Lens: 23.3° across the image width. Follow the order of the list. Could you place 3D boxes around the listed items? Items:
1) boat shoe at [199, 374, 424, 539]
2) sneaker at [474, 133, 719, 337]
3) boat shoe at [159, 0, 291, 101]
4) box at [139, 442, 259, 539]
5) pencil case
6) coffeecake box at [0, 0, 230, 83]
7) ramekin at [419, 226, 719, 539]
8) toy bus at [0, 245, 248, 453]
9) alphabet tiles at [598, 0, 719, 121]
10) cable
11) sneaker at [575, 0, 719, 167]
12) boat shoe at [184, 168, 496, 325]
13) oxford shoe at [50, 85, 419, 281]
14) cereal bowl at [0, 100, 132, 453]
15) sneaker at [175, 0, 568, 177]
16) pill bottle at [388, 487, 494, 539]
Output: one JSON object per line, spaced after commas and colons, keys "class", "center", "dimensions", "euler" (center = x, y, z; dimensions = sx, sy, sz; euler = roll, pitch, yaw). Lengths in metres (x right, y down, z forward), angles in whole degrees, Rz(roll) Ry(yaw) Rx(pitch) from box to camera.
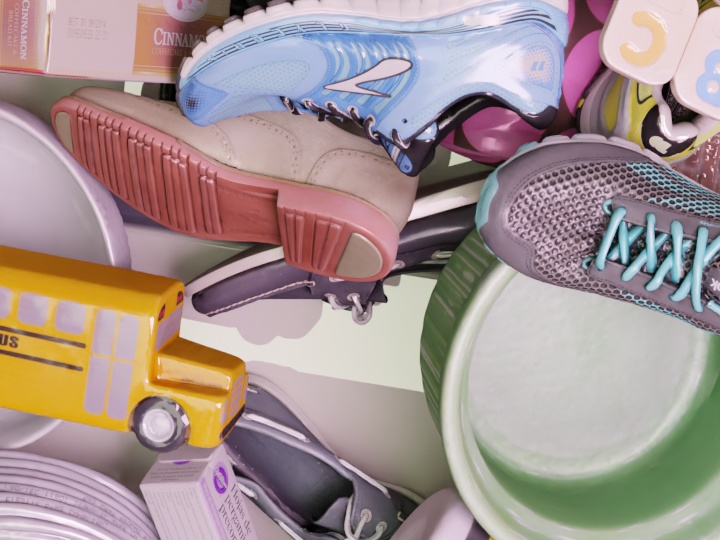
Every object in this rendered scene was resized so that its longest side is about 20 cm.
{"class": "boat shoe", "center": [-0.016, 0.142, 0.992], "dimensions": [0.200, 0.062, 0.073], "euler": [42, 105, 0]}
{"class": "sneaker", "center": [0.151, -0.009, 0.794], "dimensions": [0.198, 0.091, 0.078], "euler": [12, 100, -16]}
{"class": "boat shoe", "center": [-0.069, -0.150, 0.945], "dimensions": [0.068, 0.057, 0.202], "euler": [11, 103, 7]}
{"class": "box", "center": [-0.070, 0.191, 0.992], "dimensions": [0.041, 0.039, 0.202], "euler": [-7, 117, 24]}
{"class": "pencil case", "center": [0.088, -0.153, 0.905], "dimensions": [0.090, 0.094, 0.202], "euler": [11, 101, -19]}
{"class": "coffeecake box", "center": [-0.188, -0.138, 0.887], "dimensions": [0.198, 0.153, 0.074], "euler": [7, 96, 28]}
{"class": "ramekin", "center": [0.125, 0.049, 0.904], "dimensions": [0.197, 0.098, 0.203], "euler": [-3, 105, -12]}
{"class": "toy bus", "center": [-0.158, 0.036, 0.910], "dimensions": [0.198, 0.065, 0.079], "euler": [11, 102, 7]}
{"class": "alphabet tiles", "center": [0.196, -0.165, 0.815], "dimensions": [0.198, 0.015, 0.197], "euler": [23, 89, -14]}
{"class": "cable", "center": [-0.197, 0.189, 0.995], "dimensions": [0.197, 0.070, 0.202], "euler": [2, 128, 0]}
{"class": "sneaker", "center": [0.192, -0.123, 0.870], "dimensions": [0.075, 0.076, 0.201], "euler": [39, 80, -16]}
{"class": "boat shoe", "center": [0.000, 0.000, 0.957], "dimensions": [0.198, 0.073, 0.063], "euler": [-17, 98, 7]}
{"class": "oxford shoe", "center": [-0.064, -0.059, 0.913], "dimensions": [0.198, 0.071, 0.074], "euler": [22, 59, 7]}
{"class": "cereal bowl", "center": [-0.218, -0.002, 0.987], "dimensions": [0.197, 0.083, 0.203], "euler": [2, 102, 9]}
{"class": "sneaker", "center": [0.004, -0.089, 0.843], "dimensions": [0.198, 0.078, 0.091], "euler": [-7, 91, 14]}
{"class": "pill bottle", "center": [0.091, 0.218, 0.918], "dimensions": [0.199, 0.114, 0.115], "euler": [38, 105, -4]}
